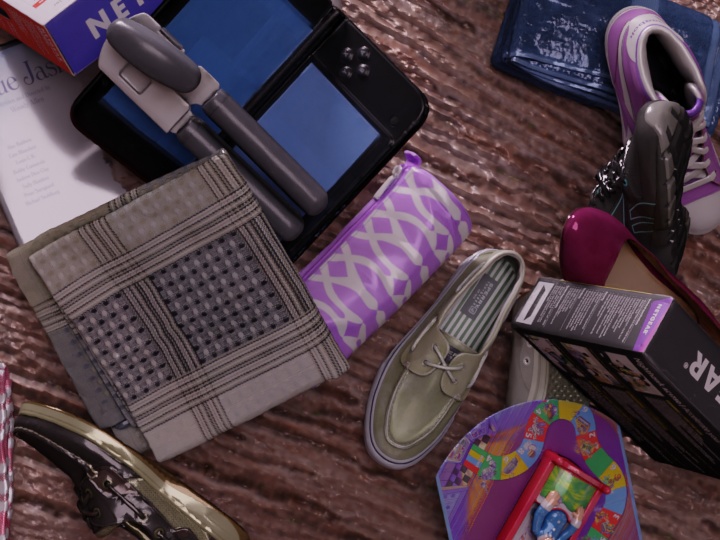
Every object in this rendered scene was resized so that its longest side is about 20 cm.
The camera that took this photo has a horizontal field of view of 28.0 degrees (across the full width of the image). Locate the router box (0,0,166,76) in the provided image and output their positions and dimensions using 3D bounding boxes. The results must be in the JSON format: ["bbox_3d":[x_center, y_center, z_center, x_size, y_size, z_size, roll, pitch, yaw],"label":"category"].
[{"bbox_3d":[-0.194,-0.251,1.113,0.200,0.179,0.049,-40,132,-14],"label":"router box"}]

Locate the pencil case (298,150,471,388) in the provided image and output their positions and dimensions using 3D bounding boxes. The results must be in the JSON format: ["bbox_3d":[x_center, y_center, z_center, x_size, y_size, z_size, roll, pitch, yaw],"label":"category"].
[{"bbox_3d":[0.000,0.000,1.132,0.200,0.084,0.086,-47,123,-16],"label":"pencil case"}]

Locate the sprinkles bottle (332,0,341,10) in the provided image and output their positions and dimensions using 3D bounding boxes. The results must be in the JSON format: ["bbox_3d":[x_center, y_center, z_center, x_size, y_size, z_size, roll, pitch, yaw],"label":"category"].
[{"bbox_3d":[-0.046,-0.173,1.169,0.067,0.068,0.202,0,78,-10],"label":"sprinkles bottle"}]

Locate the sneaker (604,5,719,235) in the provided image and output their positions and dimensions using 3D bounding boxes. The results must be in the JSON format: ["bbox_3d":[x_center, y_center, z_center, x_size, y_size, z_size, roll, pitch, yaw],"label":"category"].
[{"bbox_3d":[0.250,-0.107,1.156,0.072,0.114,0.202,-25,108,3],"label":"sneaker"}]

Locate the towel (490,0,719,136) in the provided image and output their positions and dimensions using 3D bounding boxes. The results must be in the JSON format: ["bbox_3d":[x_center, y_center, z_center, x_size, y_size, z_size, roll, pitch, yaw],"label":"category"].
[{"bbox_3d":[0.218,-0.191,1.230,0.198,0.049,0.113,18,75,-6],"label":"towel"}]

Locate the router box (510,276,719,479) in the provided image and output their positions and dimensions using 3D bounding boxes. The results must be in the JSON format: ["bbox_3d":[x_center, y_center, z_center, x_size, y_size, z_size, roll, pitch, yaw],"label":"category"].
[{"bbox_3d":[0.227,0.088,1.083,0.200,0.149,0.051,42,74,-29],"label":"router box"}]

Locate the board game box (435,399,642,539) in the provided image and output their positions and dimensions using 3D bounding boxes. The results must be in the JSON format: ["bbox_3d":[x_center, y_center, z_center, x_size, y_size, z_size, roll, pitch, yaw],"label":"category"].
[{"bbox_3d":[0.149,0.201,1.108,0.157,0.039,0.202,-15,101,-14],"label":"board game box"}]

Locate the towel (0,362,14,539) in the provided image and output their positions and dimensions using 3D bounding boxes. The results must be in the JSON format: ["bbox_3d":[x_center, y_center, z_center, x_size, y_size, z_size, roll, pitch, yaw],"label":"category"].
[{"bbox_3d":[-0.331,0.169,1.069,0.145,0.030,0.202,-1,79,-9],"label":"towel"}]

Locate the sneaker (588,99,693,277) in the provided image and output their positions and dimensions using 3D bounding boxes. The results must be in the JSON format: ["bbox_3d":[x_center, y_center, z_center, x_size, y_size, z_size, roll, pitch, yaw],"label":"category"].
[{"bbox_3d":[0.215,-0.059,1.130,0.079,0.201,0.076,14,58,19],"label":"sneaker"}]

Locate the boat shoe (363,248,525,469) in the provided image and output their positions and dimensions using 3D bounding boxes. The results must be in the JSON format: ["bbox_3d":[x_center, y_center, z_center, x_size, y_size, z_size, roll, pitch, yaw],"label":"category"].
[{"bbox_3d":[0.065,0.064,1.142,0.072,0.062,0.201,30,76,-2],"label":"boat shoe"}]

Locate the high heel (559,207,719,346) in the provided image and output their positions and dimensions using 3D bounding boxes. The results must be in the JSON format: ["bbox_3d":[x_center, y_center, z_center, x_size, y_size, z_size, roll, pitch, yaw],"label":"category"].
[{"bbox_3d":[0.224,0.013,1.107,0.096,0.200,0.068,23,82,39],"label":"high heel"}]

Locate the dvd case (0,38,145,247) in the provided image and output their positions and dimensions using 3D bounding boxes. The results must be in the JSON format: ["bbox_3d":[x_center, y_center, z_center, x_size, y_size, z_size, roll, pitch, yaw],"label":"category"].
[{"bbox_3d":[-0.227,-0.097,1.148,0.142,0.018,0.201,-24,83,-13],"label":"dvd case"}]

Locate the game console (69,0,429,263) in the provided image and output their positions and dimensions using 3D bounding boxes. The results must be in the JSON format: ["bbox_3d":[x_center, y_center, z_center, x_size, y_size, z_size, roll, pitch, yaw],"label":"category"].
[{"bbox_3d":[-0.080,-0.116,1.071,0.200,0.119,0.173,-46,68,8],"label":"game console"}]

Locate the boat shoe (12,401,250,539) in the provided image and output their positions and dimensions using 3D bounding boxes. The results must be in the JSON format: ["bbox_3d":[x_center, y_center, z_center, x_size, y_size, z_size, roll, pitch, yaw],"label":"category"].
[{"bbox_3d":[-0.178,0.169,1.073,0.199,0.073,0.065,32,70,-2],"label":"boat shoe"}]

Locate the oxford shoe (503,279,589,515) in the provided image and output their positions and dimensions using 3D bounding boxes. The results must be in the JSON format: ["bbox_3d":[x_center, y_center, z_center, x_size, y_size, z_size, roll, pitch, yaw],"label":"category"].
[{"bbox_3d":[0.142,0.106,1.154,0.075,0.058,0.202,7,91,-36],"label":"oxford shoe"}]

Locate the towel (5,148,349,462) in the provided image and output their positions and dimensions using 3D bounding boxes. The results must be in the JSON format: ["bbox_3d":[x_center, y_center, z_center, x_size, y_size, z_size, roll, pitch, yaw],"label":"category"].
[{"bbox_3d":[-0.137,0.034,1.055,0.199,0.035,0.194,-24,107,16],"label":"towel"}]

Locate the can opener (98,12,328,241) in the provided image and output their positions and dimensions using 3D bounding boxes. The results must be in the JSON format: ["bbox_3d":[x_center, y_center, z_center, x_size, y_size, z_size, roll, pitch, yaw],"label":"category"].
[{"bbox_3d":[-0.107,-0.101,1.030,0.200,0.067,0.053,44,98,-9],"label":"can opener"}]
